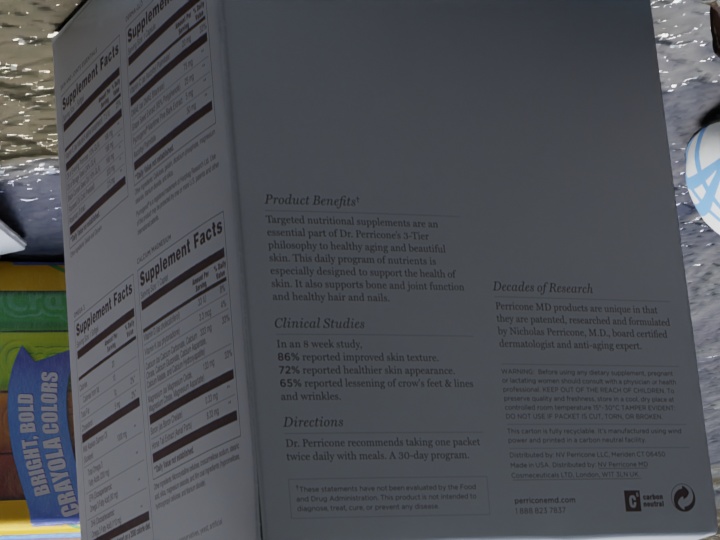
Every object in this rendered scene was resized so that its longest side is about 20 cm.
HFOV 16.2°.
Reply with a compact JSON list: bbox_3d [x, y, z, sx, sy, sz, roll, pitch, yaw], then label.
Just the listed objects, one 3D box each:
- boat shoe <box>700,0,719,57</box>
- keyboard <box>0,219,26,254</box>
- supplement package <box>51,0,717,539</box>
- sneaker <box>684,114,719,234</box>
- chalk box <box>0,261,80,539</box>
[{"bbox_3d":[0.099,-0.114,0.680,0.072,0.076,0.200,-3,157,4],"label":"boat shoe"},{"bbox_3d":[-0.171,-0.014,1.000,0.056,0.011,0.200,-17,175,-2],"label":"keyboard"},{"bbox_3d":[0.000,0.000,0.805,0.152,0.200,0.151,2,164,-26],"label":"supplement package"},{"bbox_3d":[0.174,-0.036,0.995,0.072,0.073,0.200,-6,167,-6],"label":"sneaker"},{"bbox_3d":[-0.180,0.068,1.153,0.200,0.125,0.124,-1,165,-24],"label":"chalk box"}]
